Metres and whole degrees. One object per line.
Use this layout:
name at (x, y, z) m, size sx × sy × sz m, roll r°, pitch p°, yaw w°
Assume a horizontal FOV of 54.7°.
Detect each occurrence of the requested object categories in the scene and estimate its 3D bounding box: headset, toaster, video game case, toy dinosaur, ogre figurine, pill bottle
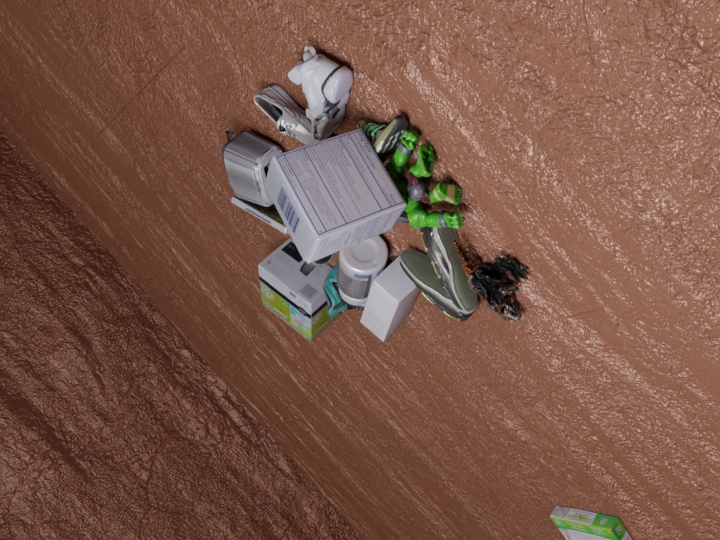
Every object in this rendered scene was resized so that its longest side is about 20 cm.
headset at (-0.073, -0.056, 1.705) m, size 0.094 × 0.124 × 0.200 m, roll 38°, pitch 127°, yaw -5°
toaster at (-0.254, -0.252, 1.709) m, size 0.129 × 0.114 × 0.201 m, roll 25°, pitch 144°, yaw 28°
video game case at (-0.214, -0.141, 1.778) m, size 0.199 × 0.143 × 0.018 m, roll 30°, pitch 108°, yaw 29°
toy dinosaur at (0.251, 0.025, 1.386) m, size 0.199 × 0.103 × 0.136 m, roll 29°, pitch 171°, yaw -10°
ogre figurine at (0.111, -0.161, 1.341) m, size 0.200 × 0.098 × 0.120 m, roll 45°, pitch 141°, yaw -19°
pill bottle at (0.000, 0.000, 1.656) m, size 0.114 × 0.114 × 0.200 m, roll 40°, pitch 156°, yaw 14°

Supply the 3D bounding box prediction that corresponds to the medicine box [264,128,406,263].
medicine box at (-0.048, -0.142, 1.302) m, size 0.183 × 0.199 × 0.103 m, roll 60°, pitch 154°, yaw 15°

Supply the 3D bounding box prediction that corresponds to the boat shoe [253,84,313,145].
boat shoe at (-0.154, -0.325, 1.513) m, size 0.200 × 0.066 × 0.072 m, roll 49°, pitch 149°, yaw 11°

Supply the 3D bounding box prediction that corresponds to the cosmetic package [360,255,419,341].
cosmetic package at (0.075, 0.070, 1.655) m, size 0.085 × 0.107 × 0.201 m, roll 39°, pitch 148°, yaw 16°

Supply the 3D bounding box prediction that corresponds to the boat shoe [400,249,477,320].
boat shoe at (0.161, 0.035, 1.520) m, size 0.201 × 0.072 × 0.061 m, roll 40°, pitch 145°, yaw 13°

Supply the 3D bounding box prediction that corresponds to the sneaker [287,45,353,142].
sneaker at (-0.087, -0.354, 1.400) m, size 0.115 × 0.075 × 0.200 m, roll 42°, pitch 146°, yaw 12°

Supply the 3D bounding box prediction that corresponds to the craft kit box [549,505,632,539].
craft kit box at (0.607, 0.692, 1.754) m, size 0.198 × 0.049 × 0.199 m, roll 53°, pitch 151°, yaw -14°

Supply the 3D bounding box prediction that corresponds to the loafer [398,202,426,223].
loafer at (0.052, -0.147, 1.469) m, size 0.199 × 0.073 × 0.072 m, roll 28°, pitch 167°, yaw 18°

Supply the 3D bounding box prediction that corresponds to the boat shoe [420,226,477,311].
boat shoe at (0.183, -0.009, 1.439) m, size 0.060 × 0.072 × 0.203 m, roll -8°, pitch 107°, yaw 48°

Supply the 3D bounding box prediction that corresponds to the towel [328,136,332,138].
towel at (-0.033, -0.201, 1.562) m, size 0.200 × 0.023 × 0.143 m, roll 50°, pitch 150°, yaw -5°

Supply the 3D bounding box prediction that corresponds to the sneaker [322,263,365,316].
sneaker at (-0.027, 0.087, 1.781) m, size 0.200 × 0.121 × 0.084 m, roll 49°, pitch 169°, yaw 1°

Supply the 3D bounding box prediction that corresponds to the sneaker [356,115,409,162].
sneaker at (0.022, -0.260, 1.370) m, size 0.089 × 0.077 × 0.200 m, roll 56°, pitch 149°, yaw 2°

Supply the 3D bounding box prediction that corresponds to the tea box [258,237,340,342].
tea box at (-0.166, 0.056, 1.936) m, size 0.199 × 0.134 × 0.198 m, roll 35°, pitch 149°, yaw 22°
